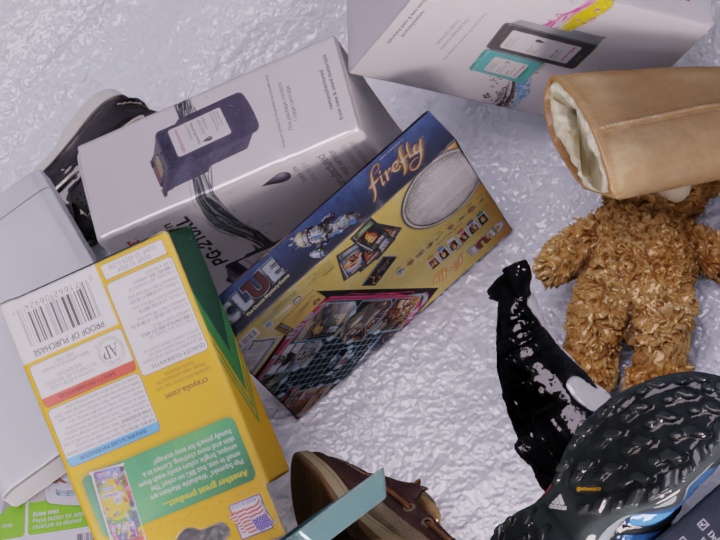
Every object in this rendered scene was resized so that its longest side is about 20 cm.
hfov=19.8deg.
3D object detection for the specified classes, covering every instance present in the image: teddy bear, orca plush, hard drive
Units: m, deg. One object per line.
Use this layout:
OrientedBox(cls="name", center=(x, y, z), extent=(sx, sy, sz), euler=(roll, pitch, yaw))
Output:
OrientedBox(cls="teddy bear", center=(0.183, -0.002, 1.345), extent=(0.144, 0.067, 0.201), euler=(24, 78, 27))
OrientedBox(cls="orca plush", center=(0.125, 0.092, 1.282), extent=(0.105, 0.071, 0.202), euler=(-19, 89, 39))
OrientedBox(cls="hard drive", center=(-0.226, 0.042, 1.401), extent=(0.131, 0.027, 0.201), euler=(-35, 61, 2))

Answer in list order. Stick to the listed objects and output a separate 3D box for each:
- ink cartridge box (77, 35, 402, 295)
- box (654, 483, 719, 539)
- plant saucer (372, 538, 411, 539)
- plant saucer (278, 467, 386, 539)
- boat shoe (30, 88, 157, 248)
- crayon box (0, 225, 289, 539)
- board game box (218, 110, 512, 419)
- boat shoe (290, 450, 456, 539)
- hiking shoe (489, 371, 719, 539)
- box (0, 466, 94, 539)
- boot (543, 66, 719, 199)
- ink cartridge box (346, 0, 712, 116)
OrientedBox(cls="ink cartridge box", center=(-0.074, -0.060, 1.430), extent=(0.198, 0.145, 0.085), euler=(-22, 60, 12))
OrientedBox(cls="box", center=(0.274, 0.181, 1.196), extent=(0.200, 0.107, 0.149), euler=(-40, 59, 1))
OrientedBox(cls="plant saucer", center=(0.016, 0.243, 1.155), extent=(0.198, 0.032, 0.202), euler=(-2, 50, 3))
OrientedBox(cls="plant saucer", center=(-0.039, 0.170, 1.282), extent=(0.070, 0.200, 0.019), euler=(-34, 86, -26))
OrientedBox(cls="boat shoe", center=(-0.212, -0.043, 1.525), extent=(0.060, 0.074, 0.201), euler=(23, 68, 34))
OrientedBox(cls="crayon box", center=(-0.130, 0.089, 1.301), extent=(0.125, 0.052, 0.202), euler=(-22, 89, 16))
OrientedBox(cls="board game box", center=(0.000, 0.000, 1.378), extent=(0.200, 0.136, 0.035), euler=(-41, 58, -1))
OrientedBox(cls="boat shoe", center=(0.019, 0.168, 1.320), extent=(0.071, 0.073, 0.200), euler=(-10, 21, -26))
OrientedBox(cls="hiking shoe", center=(0.154, 0.135, 1.224), extent=(0.200, 0.086, 0.075), euler=(-43, 57, 16))
OrientedBox(cls="box", center=(-0.236, 0.146, 1.427), extent=(0.198, 0.097, 0.178), euler=(-12, 62, 17))
OrientedBox(cls="boot", center=(0.236, -0.068, 1.301), extent=(0.198, 0.067, 0.176), euler=(-9, 44, -22))
OrientedBox(cls="ink cartridge box", center=(0.108, -0.206, 1.372), extent=(0.198, 0.146, 0.148), euler=(10, 61, -23))
